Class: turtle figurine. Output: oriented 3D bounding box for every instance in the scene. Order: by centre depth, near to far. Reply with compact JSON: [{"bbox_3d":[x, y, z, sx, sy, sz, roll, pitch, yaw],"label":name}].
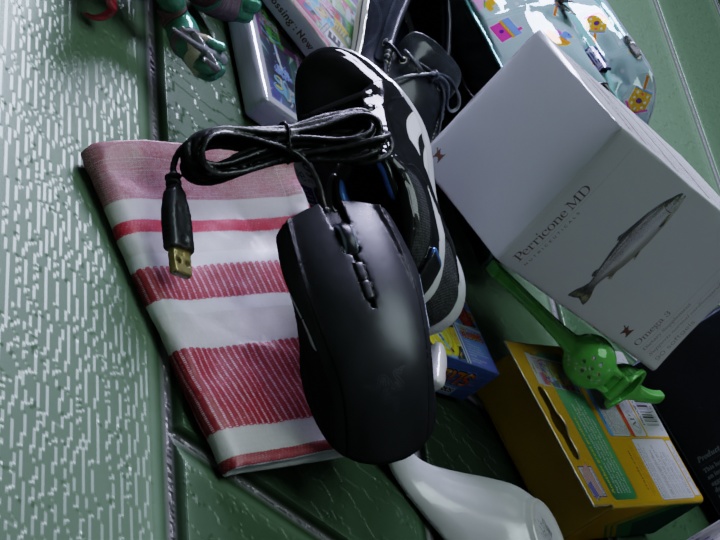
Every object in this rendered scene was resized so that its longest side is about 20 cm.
[{"bbox_3d":[-0.103,-0.200,1.266,0.100,0.151,0.200,17,10,6],"label":"turtle figurine"}]

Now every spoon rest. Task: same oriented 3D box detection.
[{"bbox_3d":[0.067,0.136,1.235,0.201,0.060,0.100,59,20,-26],"label":"spoon rest"}]

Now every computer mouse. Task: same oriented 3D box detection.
[{"bbox_3d":[-0.031,0.004,1.097,0.139,0.046,0.202,-4,73,-17],"label":"computer mouse"}]

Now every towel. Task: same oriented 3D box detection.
[{"bbox_3d":[-0.059,0.013,1.134,0.143,0.023,0.201,-5,61,-44],"label":"towel"}]

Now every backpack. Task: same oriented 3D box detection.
[{"bbox_3d":[0.115,-0.131,1.511,0.152,0.176,0.201,-20,58,-21],"label":"backpack"}]

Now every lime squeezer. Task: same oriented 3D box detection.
[{"bbox_3d":[0.159,0.065,1.404,0.200,0.038,0.071,35,-2,-37],"label":"lime squeezer"}]

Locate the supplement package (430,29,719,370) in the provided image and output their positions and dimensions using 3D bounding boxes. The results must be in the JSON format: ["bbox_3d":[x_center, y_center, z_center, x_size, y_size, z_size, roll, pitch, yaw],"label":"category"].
[{"bbox_3d":[0.155,-0.042,1.360,0.200,0.117,0.118,32,17,-44],"label":"supplement package"}]

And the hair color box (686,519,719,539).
[{"bbox_3d":[0.198,0.217,1.294,0.065,0.109,0.200,56,23,5],"label":"hair color box"}]

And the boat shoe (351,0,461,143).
[{"bbox_3d":[0.032,-0.128,1.398,0.075,0.062,0.201,47,32,-36],"label":"boat shoe"}]

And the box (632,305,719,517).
[{"bbox_3d":[0.339,0.124,1.677,0.199,0.123,0.200,61,22,11],"label":"box"}]

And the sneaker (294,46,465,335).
[{"bbox_3d":[0.005,-0.067,1.219,0.112,0.073,0.201,55,11,-65],"label":"sneaker"}]

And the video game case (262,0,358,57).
[{"bbox_3d":[-0.043,-0.229,1.482,0.182,0.022,0.200,52,24,-9],"label":"video game case"}]

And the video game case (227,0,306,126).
[{"bbox_3d":[-0.028,-0.139,1.450,0.182,0.023,0.201,34,31,-41],"label":"video game case"}]

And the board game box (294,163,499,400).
[{"bbox_3d":[0.000,0.000,1.295,0.199,0.034,0.136,22,39,-53],"label":"board game box"}]

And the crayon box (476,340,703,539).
[{"bbox_3d":[0.150,0.116,1.411,0.200,0.051,0.126,10,49,-60],"label":"crayon box"}]
